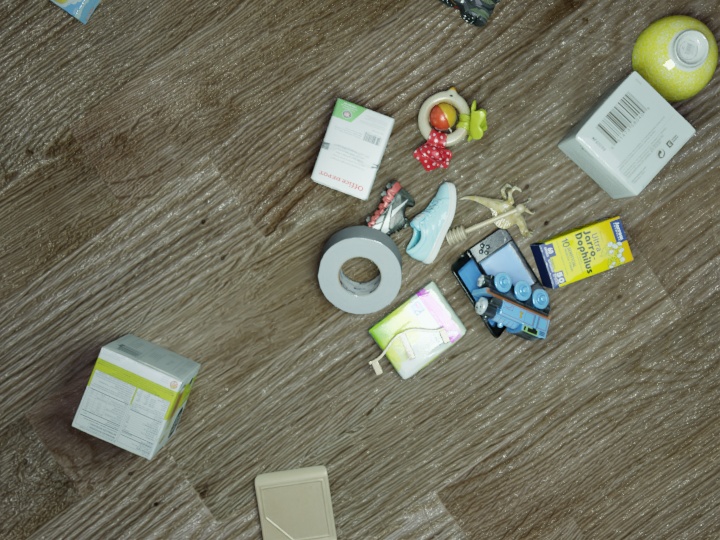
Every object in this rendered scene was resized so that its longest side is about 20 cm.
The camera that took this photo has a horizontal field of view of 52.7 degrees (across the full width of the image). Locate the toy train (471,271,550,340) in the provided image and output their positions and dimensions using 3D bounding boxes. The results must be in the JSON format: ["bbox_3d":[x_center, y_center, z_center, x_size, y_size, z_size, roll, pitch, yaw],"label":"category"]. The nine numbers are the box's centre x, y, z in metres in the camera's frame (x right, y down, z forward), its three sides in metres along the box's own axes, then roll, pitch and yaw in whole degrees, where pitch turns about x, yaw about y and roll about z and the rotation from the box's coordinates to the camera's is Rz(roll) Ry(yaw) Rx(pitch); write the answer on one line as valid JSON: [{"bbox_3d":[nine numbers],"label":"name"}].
[{"bbox_3d":[0.345,0.081,1.657,0.197,0.086,0.116,23,74,-18],"label":"toy train"}]

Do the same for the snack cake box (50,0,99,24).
[{"bbox_3d":[-0.661,-0.710,1.729,0.114,0.067,0.202,33,93,0],"label":"snack cake box"}]

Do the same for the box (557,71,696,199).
[{"bbox_3d":[0.605,-0.303,1.673,0.200,0.171,0.199,43,93,-2],"label":"box"}]

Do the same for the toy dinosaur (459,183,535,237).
[{"bbox_3d":[0.345,-0.155,1.741,0.198,0.058,0.102,31,94,0],"label":"toy dinosaur"}]

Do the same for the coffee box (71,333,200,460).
[{"bbox_3d":[-0.518,0.290,1.703,0.197,0.200,0.201,23,93,-1],"label":"coffee box"}]

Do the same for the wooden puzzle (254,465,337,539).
[{"bbox_3d":[-0.159,0.594,1.796,0.181,0.037,0.204,-8,88,2],"label":"wooden puzzle"}]

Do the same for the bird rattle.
[{"bbox_3d":[0.205,-0.341,1.735,0.198,0.112,0.165,-31,80,15],"label":"bird rattle"}]

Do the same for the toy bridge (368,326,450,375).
[{"bbox_3d":[0.109,0.177,1.706,0.197,0.027,0.068,-25,88,3],"label":"toy bridge"}]

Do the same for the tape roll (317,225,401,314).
[{"bbox_3d":[0.000,0.000,1.710,0.196,0.066,0.203,1,118,2],"label":"tape roll"}]

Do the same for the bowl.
[{"bbox_3d":[0.750,-0.505,1.694,0.196,0.108,0.204,0,92,1],"label":"bowl"}]

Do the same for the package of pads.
[{"bbox_3d":[0.140,0.147,1.752,0.199,0.068,0.155,-36,90,3],"label":"package of pads"}]

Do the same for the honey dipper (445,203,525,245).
[{"bbox_3d":[0.297,-0.112,1.727,0.197,0.038,0.039,-22,92,18],"label":"honey dipper"}]

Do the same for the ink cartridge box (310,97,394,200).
[{"bbox_3d":[-0.019,-0.284,1.727,0.144,0.084,0.203,20,93,0],"label":"ink cartridge box"}]

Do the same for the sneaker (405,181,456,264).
[{"bbox_3d":[0.165,-0.120,1.726,0.081,0.074,0.203,17,93,-26],"label":"sneaker"}]

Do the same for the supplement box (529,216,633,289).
[{"bbox_3d":[0.519,-0.043,1.716,0.197,0.110,0.111,-20,92,1],"label":"supplement box"}]

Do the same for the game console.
[{"bbox_3d":[0.329,0.026,1.719,0.175,0.116,0.202,-33,92,2],"label":"game console"}]

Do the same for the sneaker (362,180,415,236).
[{"bbox_3d":[0.063,-0.109,1.740,0.097,0.071,0.202,32,91,2],"label":"sneaker"}]

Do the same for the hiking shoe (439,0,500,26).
[{"bbox_3d":[0.240,-0.673,1.720,0.199,0.076,0.101,39,84,-10],"label":"hiking shoe"}]
